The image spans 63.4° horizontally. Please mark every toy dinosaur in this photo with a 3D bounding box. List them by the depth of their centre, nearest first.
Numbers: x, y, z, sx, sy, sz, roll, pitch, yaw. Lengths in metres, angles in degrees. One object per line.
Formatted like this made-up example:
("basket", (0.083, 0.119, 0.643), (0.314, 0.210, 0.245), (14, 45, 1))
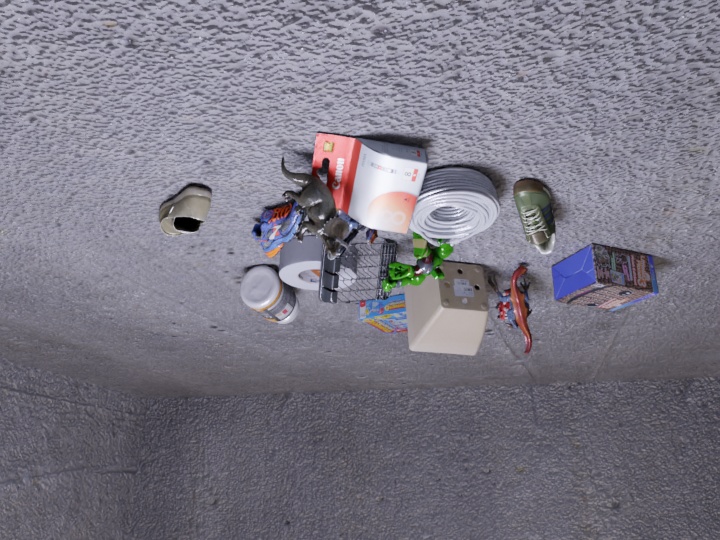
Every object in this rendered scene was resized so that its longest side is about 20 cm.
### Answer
("toy dinosaur", (-0.079, -0.115, 1.044), (0.100, 0.206, 0.077), (-20, 180, 27))
("toy dinosaur", (-0.020, -0.107, 1.189), (0.177, 0.108, 0.200), (-8, 155, -34))
("toy dinosaur", (0.428, 0.081, 1.536), (0.103, 0.203, 0.183), (-25, 148, -3))

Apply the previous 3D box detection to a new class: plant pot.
("plant pot", (0.237, 0.085, 1.535), (0.193, 0.205, 0.179), (6, 146, -12))

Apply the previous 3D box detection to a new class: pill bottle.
("pill bottle", (-0.242, 0.074, 1.601), (0.112, 0.120, 0.201), (-4, 158, 13))

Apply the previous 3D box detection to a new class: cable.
("cable", (0.177, -0.127, 1.147), (0.196, 0.071, 0.197), (-18, 150, 39))

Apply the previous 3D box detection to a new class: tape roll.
("tape roll", (-0.104, -0.014, 1.444), (0.193, 0.068, 0.201), (1, 158, 1))

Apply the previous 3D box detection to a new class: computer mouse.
("computer mouse", (-0.007, -0.090, 1.127), (0.034, 0.201, 0.059), (37, 131, 0))

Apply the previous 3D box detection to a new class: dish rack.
("dish rack", (0.000, 0.000, 1.364), (0.195, 0.159, 0.054), (-3, -164, -35))

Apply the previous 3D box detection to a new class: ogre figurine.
("ogre figurine", (0.143, -0.020, 1.358), (0.097, 0.204, 0.118), (36, -166, 35))

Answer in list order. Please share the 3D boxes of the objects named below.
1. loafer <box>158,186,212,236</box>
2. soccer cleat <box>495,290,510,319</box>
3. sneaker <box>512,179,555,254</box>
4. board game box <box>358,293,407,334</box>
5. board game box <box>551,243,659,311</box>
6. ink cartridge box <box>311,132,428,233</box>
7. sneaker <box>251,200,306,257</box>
("loafer", (-0.370, -0.109, 1.209), (0.074, 0.071, 0.198), (15, 155, -32))
("soccer cleat", (0.458, 0.101, 1.727), (0.082, 0.071, 0.201), (-8, 162, -1))
("sneaker", (0.359, -0.099, 1.178), (0.065, 0.093, 0.199), (-9, 156, 27))
("board game box", (0.122, 0.139, 1.835), (0.191, 0.058, 0.199), (-11, 155, 27))
("board game box", (0.612, 0.022, 1.468), (0.194, 0.100, 0.159), (9, 158, -19))
("ink cartridge box", (0.009, -0.152, 1.035), (0.193, 0.051, 0.165), (5, 135, -10))
("sneaker", (-0.172, -0.099, 1.225), (0.078, 0.076, 0.199), (36, 135, -15))
